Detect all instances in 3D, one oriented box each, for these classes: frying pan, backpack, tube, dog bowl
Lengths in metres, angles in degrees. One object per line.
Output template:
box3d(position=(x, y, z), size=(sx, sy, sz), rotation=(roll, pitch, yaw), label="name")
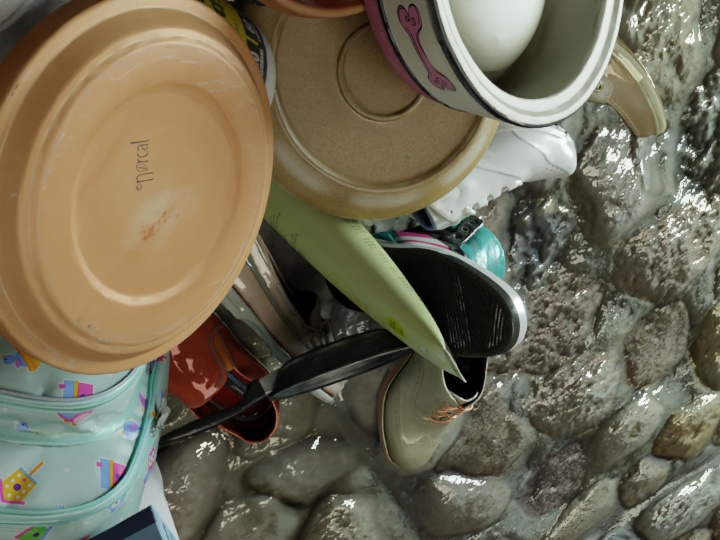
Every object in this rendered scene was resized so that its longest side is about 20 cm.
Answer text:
box3d(position=(-0.050, 0.082, 0.784), size=(0.189, 0.031, 0.115), rotation=(-19, 171, 2), label="frying pan")
box3d(position=(-0.210, 0.091, 0.676), size=(0.175, 0.201, 0.154), rotation=(11, 134, -11), label="backpack")
box3d(position=(0.000, 0.000, 0.752), size=(0.058, 0.200, 0.052), rotation=(-19, 147, -47), label="tube")
box3d(position=(0.080, -0.188, 0.663), size=(0.199, 0.074, 0.202), rotation=(-6, 98, -45), label="dog bowl")

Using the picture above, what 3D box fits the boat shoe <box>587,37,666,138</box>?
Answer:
box3d(position=(0.161, -0.161, 0.811), size=(0.065, 0.072, 0.200), rotation=(-40, 126, 11), label="boat shoe")

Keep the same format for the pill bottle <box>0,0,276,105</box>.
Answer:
box3d(position=(-0.146, -0.135, 0.608), size=(0.111, 0.111, 0.200), rotation=(-48, 146, 11), label="pill bottle")

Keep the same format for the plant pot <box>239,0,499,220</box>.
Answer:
box3d(position=(0.013, -0.133, 0.721), size=(0.199, 0.027, 0.201), rotation=(-3, 98, -18), label="plant pot")

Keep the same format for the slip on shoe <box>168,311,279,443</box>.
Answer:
box3d(position=(-0.128, 0.071, 0.830), size=(0.074, 0.061, 0.200), rotation=(-39, 129, 7), label="slip on shoe")

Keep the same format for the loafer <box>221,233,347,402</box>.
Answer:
box3d(position=(-0.058, 0.030, 0.833), size=(0.063, 0.072, 0.200), rotation=(-41, 129, -2), label="loafer")

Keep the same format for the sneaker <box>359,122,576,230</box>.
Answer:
box3d(position=(0.072, -0.072, 0.804), size=(0.199, 0.088, 0.074), rotation=(-3, 167, -19), label="sneaker")

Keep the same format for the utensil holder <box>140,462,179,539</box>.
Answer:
box3d(position=(-0.210, 0.244, 0.819), size=(0.169, 0.200, 0.171), rotation=(-14, 128, -19), label="utensil holder")

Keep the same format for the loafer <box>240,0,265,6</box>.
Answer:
box3d(position=(-0.118, -0.221, 0.629), size=(0.199, 0.073, 0.071), rotation=(18, 77, -34), label="loafer")

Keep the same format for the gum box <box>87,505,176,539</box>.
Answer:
box3d(position=(-0.165, 0.250, 0.670), size=(0.169, 0.045, 0.201), rotation=(-26, 137, -8), label="gum box")

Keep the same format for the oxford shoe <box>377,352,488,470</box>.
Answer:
box3d(position=(0.066, 0.108, 0.949), size=(0.070, 0.074, 0.201), rotation=(-4, 124, -25), label="oxford shoe")

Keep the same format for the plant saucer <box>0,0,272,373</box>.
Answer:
box3d(position=(-0.113, -0.042, 0.556), size=(0.200, 0.032, 0.201), rotation=(-30, 129, -46), label="plant saucer")

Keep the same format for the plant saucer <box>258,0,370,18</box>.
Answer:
box3d(position=(-0.032, -0.246, 0.616), size=(0.200, 0.032, 0.202), rotation=(-6, 99, -45), label="plant saucer")

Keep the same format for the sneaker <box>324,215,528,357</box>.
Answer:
box3d(position=(0.077, 0.009, 0.817), size=(0.120, 0.200, 0.084), rotation=(-14, 112, -37), label="sneaker")
